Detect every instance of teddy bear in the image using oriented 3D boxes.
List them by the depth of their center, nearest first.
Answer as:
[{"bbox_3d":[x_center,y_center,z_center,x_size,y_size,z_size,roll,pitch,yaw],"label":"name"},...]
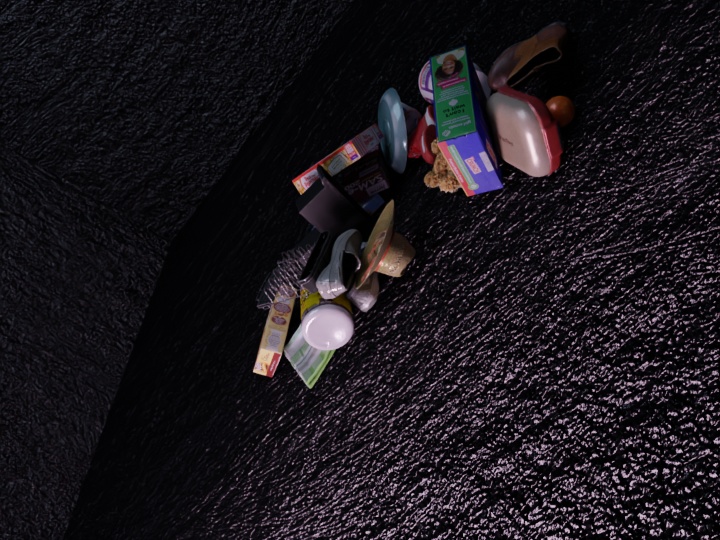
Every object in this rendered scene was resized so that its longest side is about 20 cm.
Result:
[{"bbox_3d":[0.199,-0.248,1.260,0.201,0.066,0.145,-50,32,11],"label":"teddy bear"}]

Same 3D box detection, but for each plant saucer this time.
[{"bbox_3d":[0.073,-0.333,1.506,0.200,0.027,0.203,170,90,-82],"label":"plant saucer"}]

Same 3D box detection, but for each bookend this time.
[{"bbox_3d":[-0.092,-0.098,1.455,0.200,0.198,0.092,-43,29,10],"label":"bookend"}]

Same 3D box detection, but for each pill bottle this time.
[{"bbox_3d":[-0.075,0.070,1.342,0.109,0.109,0.201,-48,25,20],"label":"pill bottle"},{"bbox_3d":[0.210,-0.409,1.385,0.112,0.111,0.200,-53,25,10],"label":"pill bottle"}]

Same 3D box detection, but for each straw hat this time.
[{"bbox_3d":[0.062,-0.033,1.247,0.201,0.084,0.203,-157,90,-83],"label":"straw hat"}]

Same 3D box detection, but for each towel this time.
[{"bbox_3d":[-0.109,0.164,1.423,0.150,0.031,0.200,-59,24,1],"label":"towel"}]

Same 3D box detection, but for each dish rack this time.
[{"bbox_3d":[-0.146,0.004,1.347,0.198,0.055,0.154,-17,34,34],"label":"dish rack"}]

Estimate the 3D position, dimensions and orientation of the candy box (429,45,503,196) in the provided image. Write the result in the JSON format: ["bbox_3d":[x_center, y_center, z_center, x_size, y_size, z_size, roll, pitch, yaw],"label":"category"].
[{"bbox_3d":[0.189,-0.263,1.119,0.076,0.169,0.202,-15,57,20],"label":"candy box"}]

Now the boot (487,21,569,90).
[{"bbox_3d":[0.302,-0.372,1.168,0.187,0.069,0.201,-22,22,35],"label":"boot"}]

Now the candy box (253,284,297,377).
[{"bbox_3d":[-0.212,0.148,1.567,0.116,0.055,0.202,118,167,-48],"label":"candy box"}]

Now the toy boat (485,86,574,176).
[{"bbox_3d":[0.298,-0.250,1.053,0.129,0.132,0.200,-25,28,-2],"label":"toy boat"}]

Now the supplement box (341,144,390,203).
[{"bbox_3d":[0.014,-0.250,1.572,0.108,0.061,0.201,-25,29,15],"label":"supplement box"}]

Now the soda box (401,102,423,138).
[{"bbox_3d":[0.112,-0.378,1.584,0.064,0.070,0.200,-49,25,10],"label":"soda box"}]

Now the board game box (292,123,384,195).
[{"bbox_3d":[-0.052,-0.267,1.511,0.199,0.047,0.152,-27,13,34],"label":"board game box"}]

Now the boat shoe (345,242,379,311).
[{"bbox_3d":[-0.001,0.001,1.362,0.074,0.064,0.203,-41,29,32],"label":"boat shoe"}]

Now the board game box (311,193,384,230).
[{"bbox_3d":[-0.035,-0.137,1.595,0.200,0.037,0.152,-44,26,8],"label":"board game box"}]

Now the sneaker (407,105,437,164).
[{"bbox_3d":[0.149,-0.275,1.417,0.116,0.078,0.201,-53,15,40],"label":"sneaker"}]

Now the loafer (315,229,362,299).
[{"bbox_3d":[-0.028,-0.017,1.297,0.069,0.070,0.201,-11,37,29],"label":"loafer"}]
